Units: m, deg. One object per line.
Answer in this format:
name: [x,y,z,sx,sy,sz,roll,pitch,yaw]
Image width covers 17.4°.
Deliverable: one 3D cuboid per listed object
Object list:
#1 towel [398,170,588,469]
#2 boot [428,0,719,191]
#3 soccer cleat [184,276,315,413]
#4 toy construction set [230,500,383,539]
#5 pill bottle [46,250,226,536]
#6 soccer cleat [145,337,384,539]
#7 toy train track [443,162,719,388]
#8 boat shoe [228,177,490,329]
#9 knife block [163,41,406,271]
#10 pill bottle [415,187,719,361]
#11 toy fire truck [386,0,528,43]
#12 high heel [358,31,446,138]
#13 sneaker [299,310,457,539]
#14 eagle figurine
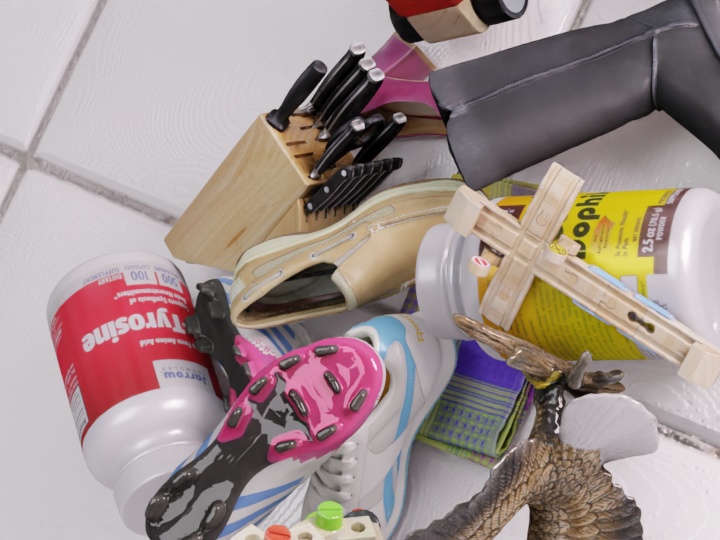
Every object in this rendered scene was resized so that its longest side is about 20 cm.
towel: [0.082,0.027,1.642,0.143,0.023,0.201,19,83,42]
boot: [0.157,-0.098,1.558,0.199,0.066,0.165,-16,45,2]
soccer cleat: [-0.060,0.073,1.688,0.200,0.086,0.070,64,142,45]
toy construction set: [-0.047,0.221,1.568,0.200,0.130,0.092,102,159,-49]
pill bottle: [-0.160,0.092,1.750,0.112,0.112,0.201,-37,51,21]
soccer cleat: [-0.061,0.116,1.560,0.200,0.086,0.070,-41,77,10]
toy train track: [0.134,0.012,1.450,0.200,0.033,0.115,33,117,15]
boat shoe: [0.000,0.000,1.636,0.199,0.072,0.076,-23,25,21]
knife block: [-0.056,-0.084,1.729,0.199,0.064,0.177,11,105,42]
pill bottle: [0.140,0.004,1.528,0.199,0.109,0.110,-2,69,29]
toy fire truck: [0.030,-0.282,1.687,0.128,0.200,0.177,-8,52,36]
high heel: [0.040,-0.103,1.698,0.096,0.067,0.200,-47,43,-1]
sneaker: [-0.006,0.120,1.616,0.076,0.081,0.201,31,110,37]
eagle figurine: [0.105,0.150,1.482,0.151,0.151,0.201,16,79,24]
